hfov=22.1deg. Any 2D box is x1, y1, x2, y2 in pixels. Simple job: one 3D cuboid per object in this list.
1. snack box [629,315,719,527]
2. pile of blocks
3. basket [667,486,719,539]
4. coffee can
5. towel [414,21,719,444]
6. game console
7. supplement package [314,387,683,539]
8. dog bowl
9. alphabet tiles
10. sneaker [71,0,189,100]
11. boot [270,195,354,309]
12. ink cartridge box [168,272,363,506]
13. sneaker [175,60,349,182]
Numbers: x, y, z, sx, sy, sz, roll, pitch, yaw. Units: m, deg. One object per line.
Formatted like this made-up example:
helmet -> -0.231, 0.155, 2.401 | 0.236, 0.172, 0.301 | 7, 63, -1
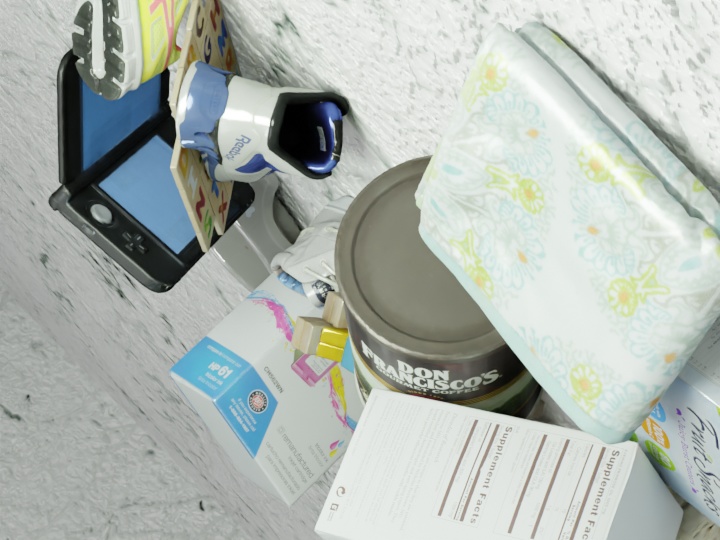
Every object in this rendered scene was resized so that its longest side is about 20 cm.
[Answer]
snack box -> 0.211, 0.081, 1.129 | 0.200, 0.068, 0.169 | 37, 162, 35
pile of blocks -> 0.049, 0.056, 1.411 | 0.199, 0.063, 0.082 | 14, -169, 1
basket -> 0.173, 0.214, 1.295 | 0.135, 0.200, 0.124 | 36, 166, 40
coffee can -> 0.061, 0.030, 1.281 | 0.146, 0.146, 0.200 | 43, 165, 20
towel -> 0.117, -0.021, 1.041 | 0.200, 0.048, 0.172 | 49, 144, 21
game console -> -0.161, -0.108, 1.495 | 0.176, 0.200, 0.116 | 41, 123, -2
supplement package -> 0.093, 0.165, 1.212 | 0.199, 0.110, 0.114 | 10, 156, 31
dog bowl -> -0.111, -0.046, 1.767 | 0.200, 0.059, 0.200 | 45, 166, 15
alphabet tiles -> -0.119, -0.119, 1.454 | 0.006, 0.167, 0.200 | 5, 153, 10
sneaker -> -0.164, -0.232, 1.370 | 0.078, 0.090, 0.201 | 31, 126, 33
boot -> 0.000, 0.000, 1.482 | 0.074, 0.096, 0.200 | 54, 165, -22
ink cartridge box -> -0.046, 0.082, 1.627 | 0.084, 0.200, 0.145 | 23, 152, 51
sneaker -> -0.062, -0.100, 1.413 | 0.114, 0.081, 0.199 | 15, 178, 12
